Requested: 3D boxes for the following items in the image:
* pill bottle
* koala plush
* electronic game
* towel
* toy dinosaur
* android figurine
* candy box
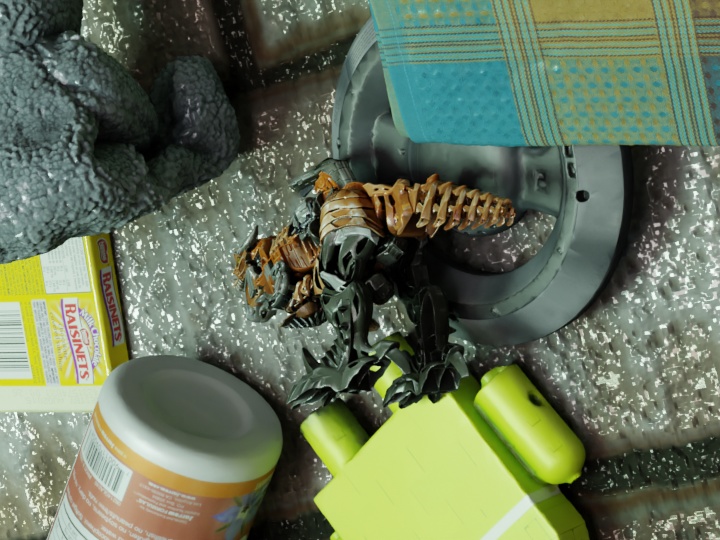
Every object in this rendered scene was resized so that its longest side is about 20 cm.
[{"bbox_3d":[-0.127,0.160,1.413,0.112,0.112,0.201,35,119,23],"label":"pill bottle"},{"bbox_3d":[-0.189,-0.118,1.312,0.177,0.184,0.201,-12,102,20],"label":"koala plush"},{"bbox_3d":[0.062,-0.058,1.270,0.199,0.042,0.201,15,113,39],"label":"electronic game"},{"bbox_3d":[0.097,-0.125,1.157,0.199,0.022,0.147,1,124,25],"label":"towel"},{"bbox_3d":[0.000,0.000,1.258,0.200,0.102,0.136,142,122,-64],"label":"toy dinosaur"},{"bbox_3d":[0.052,0.138,1.327,0.200,0.041,0.182,50,123,16],"label":"android figurine"},{"bbox_3d":[-0.198,-0.011,1.470,0.102,0.026,0.201,-2,101,31],"label":"candy box"}]
